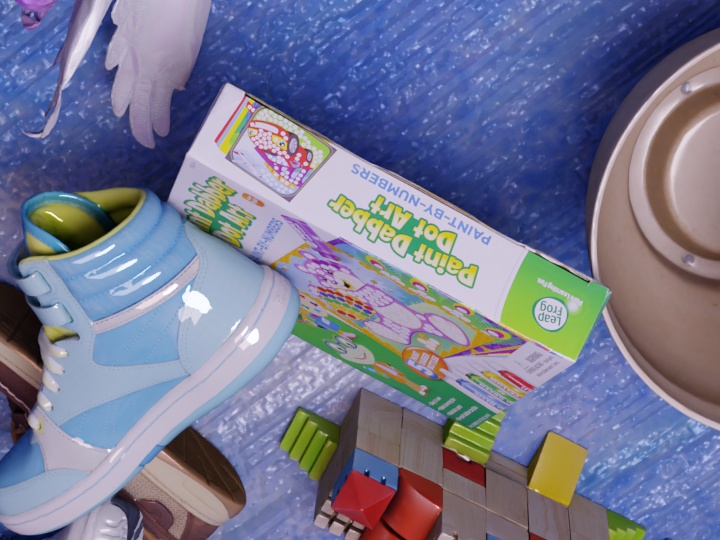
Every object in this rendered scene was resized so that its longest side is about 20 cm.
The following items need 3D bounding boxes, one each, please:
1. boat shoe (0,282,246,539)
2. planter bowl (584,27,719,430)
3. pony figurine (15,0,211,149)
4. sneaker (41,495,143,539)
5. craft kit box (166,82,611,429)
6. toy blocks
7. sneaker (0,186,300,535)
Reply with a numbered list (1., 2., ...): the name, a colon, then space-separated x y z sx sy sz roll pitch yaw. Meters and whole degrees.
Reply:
1. boat shoe: -0.155 0.083 1.198 0.200 0.072 0.072 39 106 -18
2. planter bowl: 0.198 -0.034 1.097 0.200 0.135 0.201 -1 106 -5
3. pony figurine: -0.124 -0.167 1.075 0.200 0.167 0.193 29 102 8
4. sneaker: -0.198 0.171 1.209 0.129 0.080 0.199 24 140 -2
5. craft kit box: 0.000 0.000 1.092 0.197 0.200 0.049 30 73 -2
6. toy blocks: 0.053 0.140 1.172 0.200 0.137 0.100 26 109 -7
7. sneaker: -0.139 0.034 1.089 0.200 0.080 0.131 -40 112 21
